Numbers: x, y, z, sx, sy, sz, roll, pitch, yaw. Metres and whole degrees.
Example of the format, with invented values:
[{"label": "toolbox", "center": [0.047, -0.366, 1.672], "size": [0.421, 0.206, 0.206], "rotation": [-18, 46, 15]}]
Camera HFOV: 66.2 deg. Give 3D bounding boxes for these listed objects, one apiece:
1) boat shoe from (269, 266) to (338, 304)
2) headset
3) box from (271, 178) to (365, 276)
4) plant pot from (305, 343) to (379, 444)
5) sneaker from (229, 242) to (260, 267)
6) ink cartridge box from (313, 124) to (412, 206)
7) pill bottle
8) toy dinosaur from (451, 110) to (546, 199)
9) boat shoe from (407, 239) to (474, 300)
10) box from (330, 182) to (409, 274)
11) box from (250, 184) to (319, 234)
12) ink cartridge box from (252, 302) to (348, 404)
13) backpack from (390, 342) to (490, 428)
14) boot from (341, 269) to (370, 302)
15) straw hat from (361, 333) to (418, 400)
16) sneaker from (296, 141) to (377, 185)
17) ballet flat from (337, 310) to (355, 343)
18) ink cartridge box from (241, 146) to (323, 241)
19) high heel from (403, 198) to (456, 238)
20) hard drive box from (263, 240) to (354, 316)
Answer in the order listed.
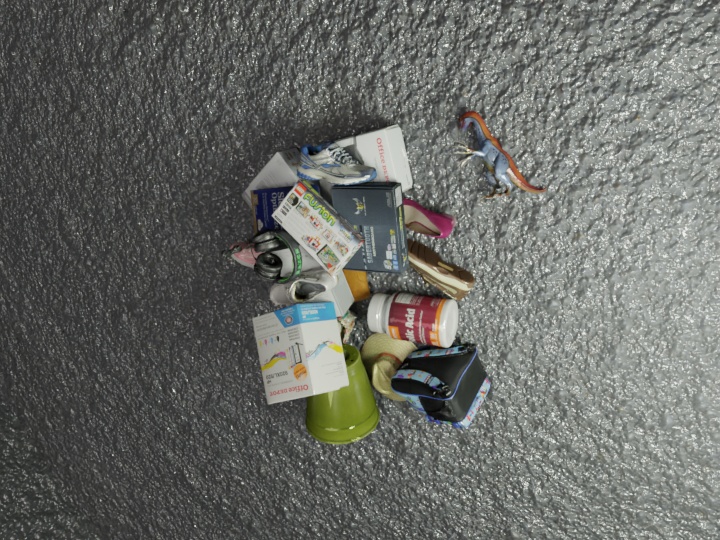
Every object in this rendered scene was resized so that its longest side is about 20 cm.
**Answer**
[{"label": "boat shoe", "center": [-0.146, 0.045, 1.293], "size": [0.198, 0.069, 0.071], "rotation": [-20, 110, 33]}, {"label": "headset", "center": [-0.226, -0.034, 1.272], "size": [0.198, 0.094, 0.125], "rotation": [13, 115, 33]}, {"label": "box", "center": [-0.095, -0.096, 1.234], "size": [0.200, 0.035, 0.110], "rotation": [45, 106, 10]}, {"label": "plant pot", "center": [-0.056, 0.302, 1.423], "size": [0.198, 0.200, 0.195], "rotation": [7, 118, 25]}, {"label": "sneaker", "center": [-0.254, -0.053, 1.480], "size": [0.198, 0.075, 0.106], "rotation": [25, 123, 9]}, {"label": "ink cartridge box", "center": [0.003, -0.237, 1.270], "size": [0.198, 0.084, 0.147], "rotation": [-7, 105, 30]}, {"label": "pill bottle", "center": [0.124, 0.113, 1.320], "size": [0.198, 0.114, 0.116], "rotation": [6, 111, 25]}, {"label": "toy dinosaur", "center": [0.271, -0.243, 1.156], "size": [0.197, 0.105, 0.184], "rotation": [-6, 94, -9]}, {"label": "boat shoe", "center": [0.162, 0.005, 1.286], "size": [0.201, 0.075, 0.075], "rotation": [33, 126, 13]}, {"label": "box", "center": [0.022, -0.097, 1.242], "size": [0.156, 0.051, 0.203], "rotation": [6, 115, 27]}, {"label": "box", "center": [-0.178, -0.138, 1.315], "size": [0.198, 0.032, 0.123], "rotation": [0, 99, 34]}, {"label": "ink cartridge box", "center": [-0.137, 0.190, 1.280], "size": [0.146, 0.144, 0.203], "rotation": [-17, 80, 30]}, {"label": "backpack", "center": [0.181, 0.269, 1.316], "size": [0.198, 0.183, 0.135], "rotation": [-5, 124, 42]}, {"label": "boot", "center": [-0.001, 0.000, 1.379], "size": [0.199, 0.071, 0.145], "rotation": [-17, 106, 35]}, {"label": "straw hat", "center": [0.070, 0.267, 1.423], "size": [0.199, 0.085, 0.204], "rotation": [10, 113, 25]}, {"label": "sneaker", "center": [-0.056, -0.237, 1.208], "size": [0.198, 0.077, 0.086], "rotation": [11, 110, 24]}, {"label": "ballet flat", "center": [-0.073, 0.187, 1.482], "size": [0.075, 0.064, 0.202], "rotation": [29, 120, 16]}, {"label": "ink cartridge box", "center": [-0.176, -0.172, 1.390], "size": [0.175, 0.084, 0.201], "rotation": [-37, 89, 35]}, {"label": "high heel", "center": [0.114, -0.114, 1.251], "size": [0.198, 0.096, 0.068], "rotation": [20, 117, 20]}, {"label": "hard drive box", "center": [-0.127, 0.018, 1.360], "size": [0.154, 0.077, 0.202], "rotation": [-9, 113, 29]}]
